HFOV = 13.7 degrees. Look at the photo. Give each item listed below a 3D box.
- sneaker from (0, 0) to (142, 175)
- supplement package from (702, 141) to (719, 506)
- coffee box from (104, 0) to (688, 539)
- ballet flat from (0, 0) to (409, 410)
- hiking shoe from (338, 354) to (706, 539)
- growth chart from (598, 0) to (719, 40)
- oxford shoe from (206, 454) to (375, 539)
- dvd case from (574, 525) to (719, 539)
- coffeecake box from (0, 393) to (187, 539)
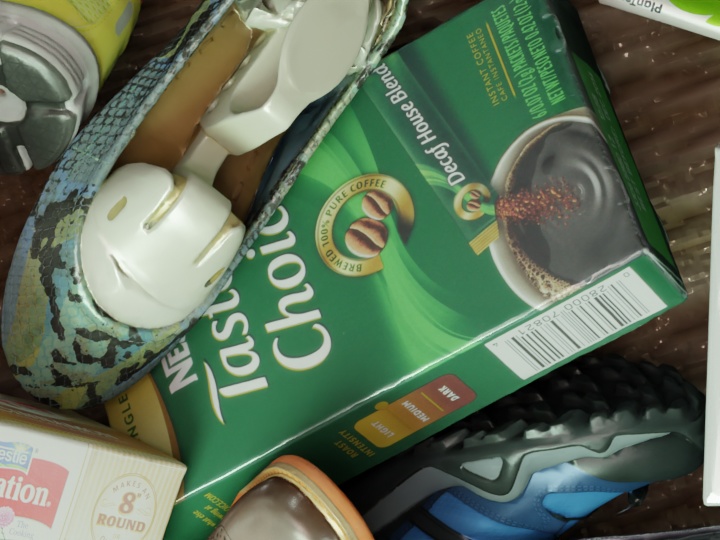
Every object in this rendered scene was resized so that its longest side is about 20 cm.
[{"bbox_3d":[-0.160,-0.086,1.054,0.199,0.090,0.078,11,135,30],"label":"sneaker"},{"bbox_3d":[0.215,0.010,0.933,0.199,0.156,0.111,2,99,13],"label":"supplement package"},{"bbox_3d":[0.000,0.000,1.010,0.199,0.044,0.123,-28,57,16],"label":"coffee box"},{"bbox_3d":[-0.049,-0.041,0.980,0.074,0.074,0.200,30,84,7],"label":"ballet flat"},{"bbox_3d":[0.037,0.090,1.039,0.199,0.074,0.087,-19,105,23],"label":"hiking shoe"},{"bbox_3d":[0.133,-0.170,0.996,0.144,0.018,0.201,13,100,12],"label":"growth chart"},{"bbox_3d":[-0.046,0.136,0.989,0.071,0.073,0.200,44,141,18],"label":"oxford shoe"},{"bbox_3d":[0.072,0.181,1.031,0.148,0.016,0.201,-7,117,12],"label":"dvd case"},{"bbox_3d":[-0.160,0.133,0.948,0.073,0.153,0.201,19,91,45],"label":"coffeecake box"}]
